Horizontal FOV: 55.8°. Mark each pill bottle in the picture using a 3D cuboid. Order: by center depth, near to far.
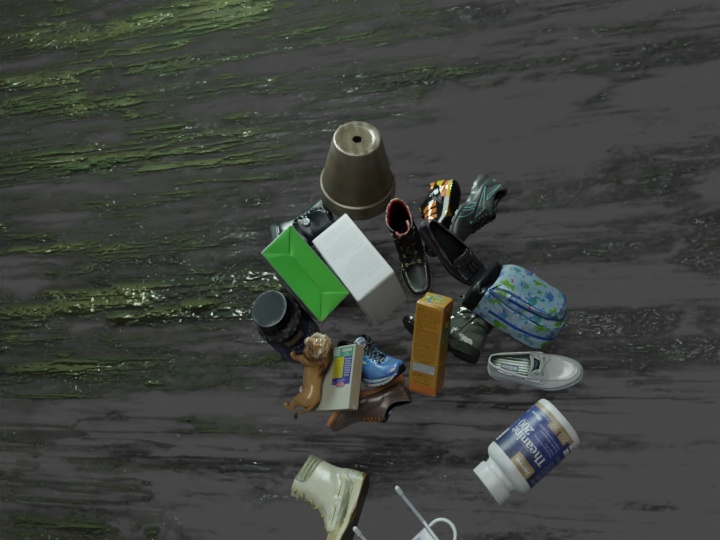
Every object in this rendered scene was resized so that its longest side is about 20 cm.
[{"bbox_3d":[0.318,0.356,1.320,0.199,0.111,0.111,-40,60,-4],"label":"pill bottle"},{"bbox_3d":[-0.169,0.125,1.537,0.109,0.201,0.115,-7,63,14],"label":"pill bottle"}]

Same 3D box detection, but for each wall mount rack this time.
[{"bbox_3d":[0.087,0.538,1.330,0.199,0.075,0.174,-41,60,-5],"label":"wall mount rack"}]

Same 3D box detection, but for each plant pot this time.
[{"bbox_3d":[-0.007,-0.257,1.654,0.194,0.176,0.204,0,53,0],"label":"plant pot"}]

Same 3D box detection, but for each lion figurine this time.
[{"bbox_3d":[-0.108,0.234,1.479,0.121,0.071,0.207,6,95,52],"label":"lion figurine"}]

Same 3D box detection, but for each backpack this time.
[{"bbox_3d":[0.333,0.073,1.422,0.200,0.163,0.154,46,122,5],"label":"backpack"}]

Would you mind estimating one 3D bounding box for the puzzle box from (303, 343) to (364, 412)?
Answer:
[{"bbox_3d":[-0.060,0.238,1.474,0.198,0.025,0.137,-19,60,55],"label":"puzzle box"}]

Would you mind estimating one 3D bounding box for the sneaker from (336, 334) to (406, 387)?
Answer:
[{"bbox_3d":[0.013,0.192,1.470,0.197,0.092,0.078,3,22,44],"label":"sneaker"}]

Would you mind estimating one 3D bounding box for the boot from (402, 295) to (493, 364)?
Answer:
[{"bbox_3d":[0.202,0.112,1.511,0.196,0.068,0.132,23,67,20],"label":"boot"}]

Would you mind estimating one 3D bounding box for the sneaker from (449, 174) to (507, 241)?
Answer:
[{"bbox_3d":[0.272,-0.134,1.591,0.078,0.076,0.203,25,75,24],"label":"sneaker"}]

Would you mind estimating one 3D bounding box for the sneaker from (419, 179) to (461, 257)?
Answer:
[{"bbox_3d":[0.176,-0.124,1.629,0.088,0.070,0.205,4,66,37],"label":"sneaker"}]

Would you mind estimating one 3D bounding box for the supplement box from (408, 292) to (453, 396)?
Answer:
[{"bbox_3d":[0.148,0.156,1.434,0.067,0.066,0.206,10,109,23],"label":"supplement box"}]

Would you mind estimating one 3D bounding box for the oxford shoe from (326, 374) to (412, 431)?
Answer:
[{"bbox_3d":[0.019,0.302,1.469,0.197,0.072,0.074,-31,64,1],"label":"oxford shoe"}]

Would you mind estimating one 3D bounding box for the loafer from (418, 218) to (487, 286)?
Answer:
[{"bbox_3d":[0.211,-0.038,1.526,0.200,0.063,0.072,44,81,0],"label":"loafer"}]

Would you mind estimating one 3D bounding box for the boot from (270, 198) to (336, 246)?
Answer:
[{"bbox_3d":[-0.132,-0.072,1.691,0.165,0.077,0.204,-25,54,10],"label":"boot"}]

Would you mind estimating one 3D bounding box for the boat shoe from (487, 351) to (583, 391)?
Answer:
[{"bbox_3d":[0.359,0.205,1.404,0.194,0.067,0.076,-3,64,16],"label":"boat shoe"}]

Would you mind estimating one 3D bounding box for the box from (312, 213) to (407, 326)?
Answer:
[{"bbox_3d":[0.000,0.000,1.570,0.106,0.153,0.201,-37,60,-4],"label":"box"}]

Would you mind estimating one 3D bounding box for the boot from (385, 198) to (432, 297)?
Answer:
[{"bbox_3d":[0.110,-0.053,1.560,0.071,0.151,0.205,-13,62,11],"label":"boot"}]

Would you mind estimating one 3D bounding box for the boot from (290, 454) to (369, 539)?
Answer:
[{"bbox_3d":[-0.080,0.497,1.407,0.151,0.073,0.204,13,65,22],"label":"boot"}]

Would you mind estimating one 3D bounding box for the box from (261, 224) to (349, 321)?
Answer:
[{"bbox_3d":[-0.131,0.011,1.550,0.096,0.176,0.201,-42,93,-6],"label":"box"}]
